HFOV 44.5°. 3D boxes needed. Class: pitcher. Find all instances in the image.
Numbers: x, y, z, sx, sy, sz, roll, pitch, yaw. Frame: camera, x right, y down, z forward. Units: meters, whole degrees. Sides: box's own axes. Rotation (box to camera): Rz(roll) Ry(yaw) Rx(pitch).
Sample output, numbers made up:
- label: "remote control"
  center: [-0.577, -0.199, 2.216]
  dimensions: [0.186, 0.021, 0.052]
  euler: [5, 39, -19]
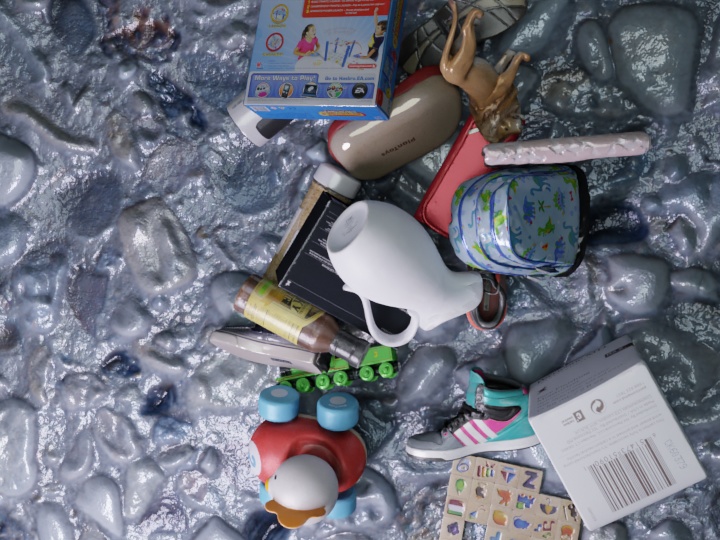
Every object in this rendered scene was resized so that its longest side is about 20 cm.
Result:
- label: "pitcher"
  center: [0.037, 0.012, 1.166]
  dimensions: [0.200, 0.121, 0.171]
  euler: [36, 114, -29]

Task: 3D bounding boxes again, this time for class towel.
- label: "towel"
  center: [0.259, -0.157, 1.153]
  dimensions: [0.199, 0.191, 0.032]
  euler: [-5, 96, 6]

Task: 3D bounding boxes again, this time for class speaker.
- label: "speaker"
  center: [-0.095, -0.272, 1.275]
  dimensions: [0.200, 0.081, 0.081]
  euler: [-37, 88, 11]

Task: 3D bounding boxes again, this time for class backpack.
- label: "backpack"
  center: [0.211, -0.066, 1.163]
  dimensions: [0.199, 0.154, 0.164]
  euler: [2, 94, -20]

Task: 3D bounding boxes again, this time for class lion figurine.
- label: "lion figurine"
  center: [0.156, -0.261, 1.178]
  dimensions: [0.200, 0.072, 0.123]
  euler: [29, 96, -32]

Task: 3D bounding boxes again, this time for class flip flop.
- label: "flip flop"
  center: [0.142, -0.341, 1.241]
  dimensions: [0.200, 0.058, 0.081]
  euler: [-31, 93, 27]

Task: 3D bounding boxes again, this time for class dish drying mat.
- label: "dish drying mat"
  center: [0.156, -0.145, 1.269]
  dimensions: [0.077, 0.018, 0.201]
  euler: [30, 99, 6]

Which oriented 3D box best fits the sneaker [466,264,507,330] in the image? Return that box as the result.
- label: "sneaker"
  center: [0.181, -0.010, 1.240]
  dimensions: [0.077, 0.082, 0.201]
  euler: [-7, 95, 4]

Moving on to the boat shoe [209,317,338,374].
- label: "boat shoe"
  center: [-0.125, 0.091, 1.326]
  dimensions: [0.199, 0.075, 0.093]
  euler: [10, 69, 20]

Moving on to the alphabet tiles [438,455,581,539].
- label: "alphabet tiles"
  center: [0.224, 0.371, 1.307]
  dimensions: [0.199, 0.008, 0.168]
  euler: [11, 96, 9]

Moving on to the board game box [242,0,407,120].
- label: "board game box"
  center: [-0.046, -0.306, 1.187]
  dimensions: [0.199, 0.056, 0.197]
  euler: [6, 81, 23]

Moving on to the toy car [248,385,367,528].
- label: "toy car"
  center: [-0.092, 0.292, 1.243]
  dimensions: [0.176, 0.200, 0.185]
  euler: [6, 110, 10]

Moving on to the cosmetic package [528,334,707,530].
- label: "cosmetic package"
  center: [0.333, 0.208, 1.173]
  dimensions: [0.164, 0.200, 0.166]
  euler: [-29, 90, 12]

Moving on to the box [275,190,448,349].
- label: "box"
  center: [0.000, 0.000, 1.248]
  dimensions: [0.199, 0.079, 0.142]
  euler: [30, 98, -16]

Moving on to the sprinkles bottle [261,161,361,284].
- label: "sprinkles bottle"
  center: [-0.073, -0.058, 1.295]
  dimensions: [0.068, 0.068, 0.201]
  euler: [30, 100, 7]

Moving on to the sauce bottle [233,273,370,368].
- label: "sauce bottle"
  center: [-0.081, 0.074, 1.245]
  dimensions: [0.199, 0.065, 0.065]
  euler: [27, 99, 8]

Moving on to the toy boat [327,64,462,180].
- label: "toy boat"
  center: [0.042, -0.228, 1.246]
  dimensions: [0.199, 0.131, 0.131]
  euler: [-26, 61, 12]

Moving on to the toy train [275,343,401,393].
- label: "toy train"
  center: [-0.037, 0.148, 1.321]
  dimensions: [0.199, 0.042, 0.057]
  euler: [-12, 79, 14]

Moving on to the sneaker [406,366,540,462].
- label: "sneaker"
  center: [0.156, 0.202, 1.264]
  dimensions: [0.199, 0.084, 0.121]
  euler: [-10, 98, 4]
